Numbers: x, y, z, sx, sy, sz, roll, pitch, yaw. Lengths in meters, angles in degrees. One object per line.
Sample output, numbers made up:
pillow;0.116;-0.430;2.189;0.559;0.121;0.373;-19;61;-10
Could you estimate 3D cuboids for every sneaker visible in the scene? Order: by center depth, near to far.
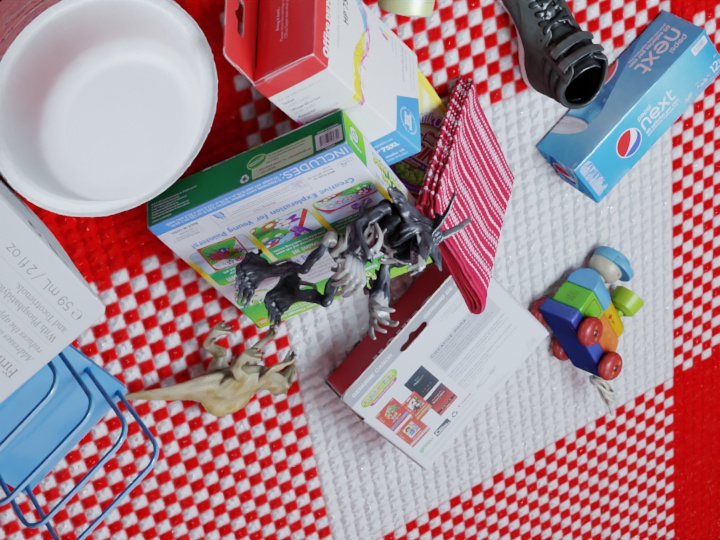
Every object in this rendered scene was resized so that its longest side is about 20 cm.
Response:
sneaker;0.186;-0.240;1.370;0.071;0.099;0.200;-32;130;-12

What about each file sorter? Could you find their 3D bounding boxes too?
file sorter;-0.295;0.134;1.256;0.139;0.123;0.200;-46;134;-1

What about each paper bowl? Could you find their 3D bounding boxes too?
paper bowl;-0.209;-0.137;1.158;0.200;0.104;0.201;-18;125;-26

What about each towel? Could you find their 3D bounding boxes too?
towel;0.107;-0.073;1.375;0.145;0.022;0.200;61;33;-36

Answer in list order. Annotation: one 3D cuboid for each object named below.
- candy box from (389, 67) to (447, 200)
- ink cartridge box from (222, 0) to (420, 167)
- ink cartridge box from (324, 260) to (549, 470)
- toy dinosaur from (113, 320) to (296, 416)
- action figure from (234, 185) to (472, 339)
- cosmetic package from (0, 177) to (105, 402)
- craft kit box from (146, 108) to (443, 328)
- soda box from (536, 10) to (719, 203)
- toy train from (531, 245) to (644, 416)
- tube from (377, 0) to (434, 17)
candy box;0.061;-0.106;1.418;0.102;0.026;0.200;-47;134;-6
ink cartridge box;-0.030;-0.184;1.235;0.067;0.116;0.200;-22;142;28
ink cartridge box;0.071;0.081;1.502;0.200;0.084;0.176;-48;134;-1
toy dinosaur;-0.131;0.105;1.389;0.200;0.058;0.101;-3;130;-34
action figure;0.000;0.000;1.238;0.200;0.102;0.119;-18;142;19
cosmetic package;-0.343;0.011;1.114;0.200;0.166;0.167;-41;133;-5
craft kit box;-0.055;-0.039;1.292;0.200;0.049;0.198;-21;140;17
soda box;0.283;-0.172;1.501;0.200;0.068;0.064;-47;133;-1
toy train;0.286;0.069;1.656;0.116;0.085;0.200;-51;135;-15
tube;0.057;-0.326;1.265;0.058;0.052;0.200;-49;151;-64
